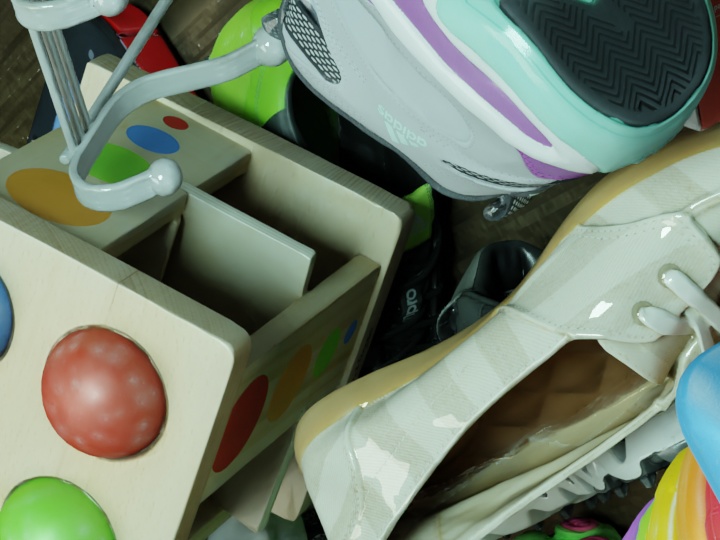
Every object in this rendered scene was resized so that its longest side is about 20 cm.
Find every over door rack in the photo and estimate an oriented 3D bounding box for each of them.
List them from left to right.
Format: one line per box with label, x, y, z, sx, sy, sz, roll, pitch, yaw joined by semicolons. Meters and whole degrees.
over door rack;-0.061;-0.138;0.757;0.066;0.201;0.148;-2;131;13

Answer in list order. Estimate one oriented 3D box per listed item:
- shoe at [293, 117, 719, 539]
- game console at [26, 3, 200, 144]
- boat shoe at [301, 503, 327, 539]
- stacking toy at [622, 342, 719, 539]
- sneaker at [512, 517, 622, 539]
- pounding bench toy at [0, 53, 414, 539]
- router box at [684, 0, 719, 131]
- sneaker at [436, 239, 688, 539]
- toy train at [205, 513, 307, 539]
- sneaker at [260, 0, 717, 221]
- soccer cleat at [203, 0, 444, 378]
shoe;0.064;0.027;0.685;0.200;0.070;0.054;-36;40;28
game console;-0.091;0.005;1.038;0.177;0.031;0.200;59;148;24
boat shoe;0.013;0.184;0.950;0.074;0.093;0.201;-18;103;32
stacking toy;0.110;0.087;0.682;0.117;0.109;0.200;62;151;10
sneaker;0.066;0.162;0.797;0.201;0.076;0.084;-89;-21;-50
pounding bench toy;-0.094;0.060;0.807;0.124;0.156;0.201;27;118;14
router box;0.035;-0.148;0.690;0.200;0.049;0.181;23;132;53
sneaker;0.052;0.038;0.802;0.200;0.066;0.091;-32;78;54
toy train;-0.086;0.083;0.984;0.200;0.085;0.115;-8;108;60
sneaker;-0.001;-0.101;0.653;0.201;0.077;0.140;63;153;3
soccer cleat;0.000;0.000;0.868;0.081;0.067;0.201;0;111;56
